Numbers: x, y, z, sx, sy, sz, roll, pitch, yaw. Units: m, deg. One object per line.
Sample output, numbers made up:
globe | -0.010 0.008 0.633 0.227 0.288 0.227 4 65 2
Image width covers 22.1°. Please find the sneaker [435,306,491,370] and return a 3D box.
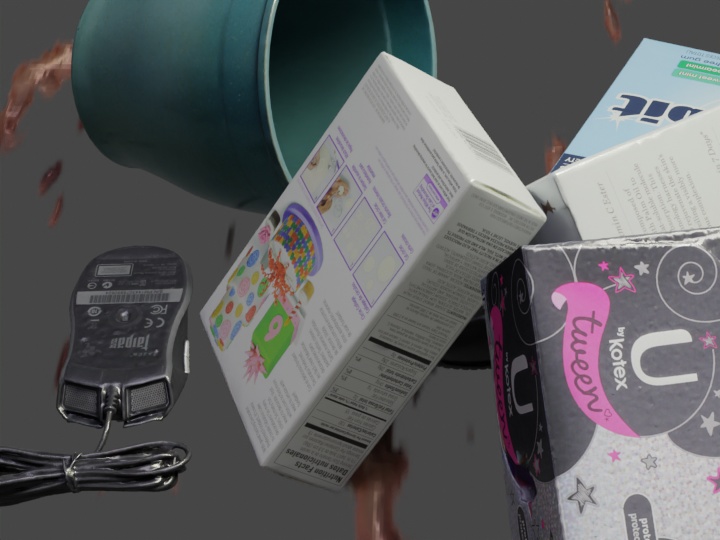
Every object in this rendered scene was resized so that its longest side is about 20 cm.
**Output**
sneaker | 0.112 -0.003 1.117 0.200 0.089 0.074 -16 40 -18

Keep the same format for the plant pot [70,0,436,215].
plant pot | -0.080 -0.129 1.219 0.188 0.200 0.200 4 33 32

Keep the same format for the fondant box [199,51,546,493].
fondant box | 0.000 0.000 1.024 0.058 0.200 0.144 24 23 -33

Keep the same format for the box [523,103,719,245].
box | 0.187 -0.005 1.039 0.200 0.153 0.106 -22 -2 -27

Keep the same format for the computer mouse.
computer mouse | -0.164 0.066 1.066 0.140 0.046 0.200 -6 41 0

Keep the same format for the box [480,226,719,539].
box | 0.138 0.086 0.879 0.132 0.115 0.200 -6 81 -8

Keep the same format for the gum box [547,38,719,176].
gum box | 0.239 -0.079 1.254 0.170 0.045 0.200 16 40 21
